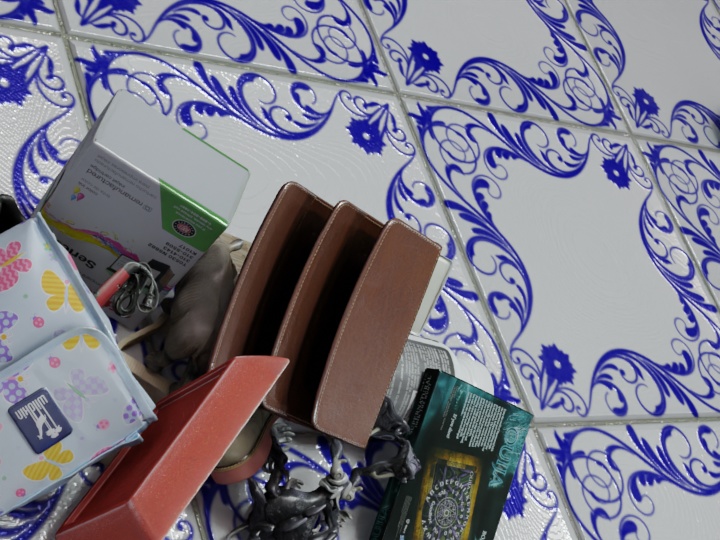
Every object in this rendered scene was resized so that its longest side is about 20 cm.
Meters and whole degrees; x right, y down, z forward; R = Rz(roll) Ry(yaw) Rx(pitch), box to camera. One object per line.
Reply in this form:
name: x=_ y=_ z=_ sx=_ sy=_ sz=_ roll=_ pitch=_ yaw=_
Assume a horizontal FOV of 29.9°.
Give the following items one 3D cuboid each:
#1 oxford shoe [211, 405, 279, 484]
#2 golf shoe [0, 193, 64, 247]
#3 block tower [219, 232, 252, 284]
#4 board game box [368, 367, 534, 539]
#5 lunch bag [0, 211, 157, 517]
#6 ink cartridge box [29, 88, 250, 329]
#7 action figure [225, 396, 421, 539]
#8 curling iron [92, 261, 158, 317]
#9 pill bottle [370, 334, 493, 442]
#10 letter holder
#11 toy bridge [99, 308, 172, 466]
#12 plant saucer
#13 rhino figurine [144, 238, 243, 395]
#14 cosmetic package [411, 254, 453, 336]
oxford shoe: x=-0.113 y=0.115 z=1.290 sx=0.200 sy=0.070 sz=0.075 roll=-86 pitch=156 yaw=-62
golf shoe: x=-0.296 y=0.021 z=1.225 sx=0.200 sy=0.094 sz=0.078 roll=51 pitch=38 yaw=3
block tower: x=-0.110 y=0.035 z=1.352 sx=0.058 sy=0.054 sz=0.200 roll=20 pitch=21 yaw=-30
board game box: x=0.092 y=0.217 z=1.365 sx=0.135 sy=0.028 sz=0.201 roll=27 pitch=76 yaw=-29
lunch bag: x=-0.281 y=0.082 z=1.112 sx=0.169 sy=0.127 sz=0.201 roll=-28 pitch=77 yaw=-9
ink cartridge box: x=-0.219 y=-0.052 z=1.272 sx=0.144 sy=0.200 sz=0.084 roll=32 pitch=44 yaw=-16
action figure: x=-0.043 y=0.204 z=1.288 sx=0.199 sy=0.102 sz=0.119 roll=-29 pitch=108 yaw=-11
curling iron: x=-0.256 y=0.065 z=1.199 sx=0.200 sy=0.026 sz=0.050 roll=-43 pitch=108 yaw=-20
pill bottle: x=0.035 y=0.121 z=1.414 sx=0.199 sy=0.116 sz=0.117 roll=16 pitch=47 yaw=-31
letter holder: x=-0.035 y=0.037 z=1.214 sx=0.142 sy=0.100 sz=0.201 roll=30 pitch=78 yaw=-46
toy bridge: x=-0.213 y=0.101 z=1.282 sx=0.067 sy=0.027 sz=0.201 roll=33 pitch=40 yaw=-15
plant saucer: x=-0.166 y=0.156 z=1.108 sx=0.037 sy=0.200 sz=0.200 roll=44 pitch=53 yaw=-13
rhino figurine: x=-0.154 y=0.025 z=1.309 sx=0.060 sy=0.087 sz=0.201 roll=27 pitch=42 yaw=-21
cosmetic package: x=0.000 y=0.000 z=1.419 sx=0.103 sy=0.200 sz=0.088 roll=27 pitch=85 yaw=-21
